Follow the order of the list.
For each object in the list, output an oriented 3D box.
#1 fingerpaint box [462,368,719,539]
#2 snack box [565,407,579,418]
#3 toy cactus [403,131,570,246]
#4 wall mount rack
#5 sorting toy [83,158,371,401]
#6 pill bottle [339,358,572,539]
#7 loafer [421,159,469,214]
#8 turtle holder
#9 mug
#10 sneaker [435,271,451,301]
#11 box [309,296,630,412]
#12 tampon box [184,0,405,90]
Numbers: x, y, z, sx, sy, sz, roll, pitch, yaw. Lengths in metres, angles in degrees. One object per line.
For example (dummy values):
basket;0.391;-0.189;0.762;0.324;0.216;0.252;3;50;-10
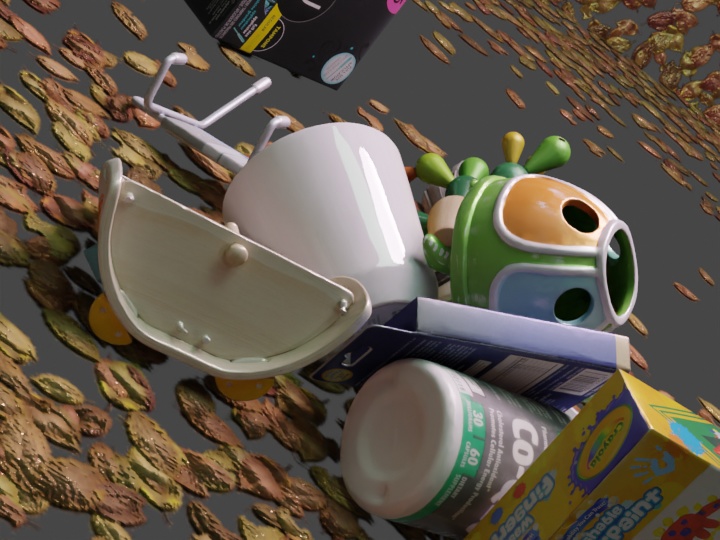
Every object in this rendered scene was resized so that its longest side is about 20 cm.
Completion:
fingerpaint box;0.176;0.187;1.139;0.167;0.200;0.073;29;21;-25
snack box;0.171;0.129;1.405;0.072;0.024;0.200;41;-2;1
toy cactus;0.084;-0.045;1.435;0.165;0.200;0.102;-66;138;-64
wall mount rack;-0.088;-0.121;1.455;0.200;0.075;0.174;33;9;22
sorting toy;-0.116;-0.009;1.204;0.200;0.107;0.180;27;14;-21
pill bottle;0.092;0.139;1.218;0.200;0.113;0.113;21;27;-39
loafer;0.121;-0.037;1.699;0.070;0.070;0.200;22;26;-39
turtle holder;0.136;0.020;1.295;0.131;0.186;0.141;1;10;28
mug;0.001;-0.006;1.334;0.186;0.149;0.153;11;42;-41
sneaker;0.087;0.022;1.558;0.200;0.077;0.089;-51;121;-71
box;0.076;0.062;1.221;0.200;0.121;0.032;10;65;-21
tampon box;-0.073;-0.306;1.808;0.200;0.150;0.126;16;30;-47
